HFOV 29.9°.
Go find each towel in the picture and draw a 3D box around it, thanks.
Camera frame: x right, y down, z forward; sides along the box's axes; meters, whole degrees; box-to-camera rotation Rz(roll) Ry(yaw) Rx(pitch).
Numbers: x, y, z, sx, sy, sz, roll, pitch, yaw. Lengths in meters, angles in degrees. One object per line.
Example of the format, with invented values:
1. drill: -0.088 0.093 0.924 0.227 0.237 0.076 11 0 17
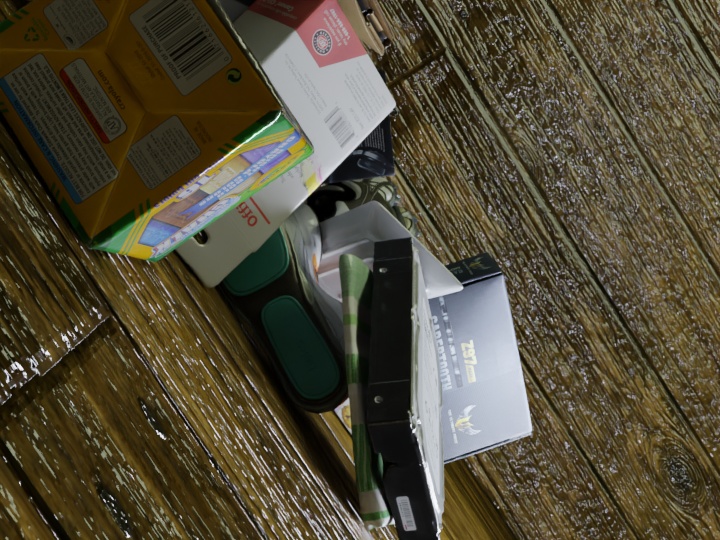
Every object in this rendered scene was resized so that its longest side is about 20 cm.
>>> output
1. towel: 0.011 0.097 1.050 0.153 0.023 0.202 40 45 -79

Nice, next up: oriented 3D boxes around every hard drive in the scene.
1. hard drive: 0.037 0.090 1.043 0.201 0.038 0.140 -88 168 -50

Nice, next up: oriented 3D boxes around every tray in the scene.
1. tray: 0.000 0.000 1.177 0.107 0.022 0.200 43 -24 -15

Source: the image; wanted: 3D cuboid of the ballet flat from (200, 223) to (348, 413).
1. ballet flat: -0.068 0.021 1.046 0.201 0.067 0.064 63 -4 11

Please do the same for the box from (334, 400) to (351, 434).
1. box: -0.004 0.126 1.273 0.201 0.041 0.039 57 1 -24

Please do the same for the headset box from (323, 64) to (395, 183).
1. headset box: -0.081 -0.128 1.192 0.174 0.198 0.093 -120 -156 -76

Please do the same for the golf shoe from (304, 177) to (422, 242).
1. golf shoe: -0.011 -0.061 1.261 0.094 0.078 0.200 28 5 -20

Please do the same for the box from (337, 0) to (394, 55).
1. box: -0.066 -0.246 1.027 0.200 0.021 0.163 38 2 9

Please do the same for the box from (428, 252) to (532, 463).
1. box: 0.079 0.097 1.352 0.051 0.157 0.201 -120 -165 -60

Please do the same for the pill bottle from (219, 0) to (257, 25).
1. pill bottle: -0.131 -0.198 1.017 0.199 0.120 0.120 22 21 -32

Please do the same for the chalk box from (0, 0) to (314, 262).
1. chalk box: -0.112 -0.089 0.764 0.125 0.123 0.200 56 1 5

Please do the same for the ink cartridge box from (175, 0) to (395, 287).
1. ink cartridge box: -0.081 -0.099 0.974 0.067 0.200 0.117 30 -18 45

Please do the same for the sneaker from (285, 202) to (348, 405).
1. sneaker: -0.067 0.026 1.123 0.092 0.076 0.201 11 49 -47
